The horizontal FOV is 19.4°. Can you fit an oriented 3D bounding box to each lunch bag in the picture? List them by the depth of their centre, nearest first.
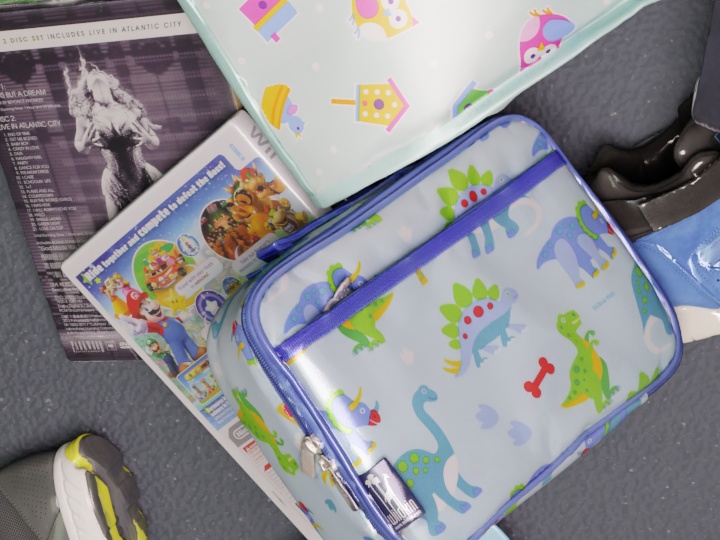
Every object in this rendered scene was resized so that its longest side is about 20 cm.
[{"bbox_3d":[0.038,0.031,0.974,0.161,0.200,0.082,57,152,0],"label":"lunch bag"},{"bbox_3d":[0.016,-0.145,0.976,0.200,0.122,0.171,-32,101,2],"label":"lunch bag"}]

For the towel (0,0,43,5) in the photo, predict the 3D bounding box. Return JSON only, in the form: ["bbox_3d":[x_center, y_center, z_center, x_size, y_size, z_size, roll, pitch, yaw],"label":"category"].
[{"bbox_3d":[-0.147,-0.176,1.059,0.199,0.023,0.153,-15,104,15],"label":"towel"}]

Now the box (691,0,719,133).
[{"bbox_3d":[0.263,-0.131,0.897,0.117,0.200,0.198,-7,115,-35],"label":"box"}]

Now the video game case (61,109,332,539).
[{"bbox_3d":[-0.039,0.034,1.055,0.200,0.018,0.143,48,125,-8],"label":"video game case"}]

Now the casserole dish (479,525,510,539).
[{"bbox_3d":[0.006,0.193,1.147,0.200,0.039,0.121,-40,97,19],"label":"casserole dish"}]

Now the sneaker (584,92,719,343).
[{"bbox_3d":[0.202,-0.038,1.011,0.199,0.077,0.112,-13,115,21],"label":"sneaker"}]

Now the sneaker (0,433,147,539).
[{"bbox_3d":[-0.152,0.189,1.164,0.084,0.074,0.201,-10,97,19],"label":"sneaker"}]

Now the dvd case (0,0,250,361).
[{"bbox_3d":[-0.113,-0.044,1.066,0.148,0.016,0.201,-2,118,27],"label":"dvd case"}]

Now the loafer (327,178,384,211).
[{"bbox_3d":[0.000,0.000,1.066,0.070,0.068,0.201,-34,100,18],"label":"loafer"}]
